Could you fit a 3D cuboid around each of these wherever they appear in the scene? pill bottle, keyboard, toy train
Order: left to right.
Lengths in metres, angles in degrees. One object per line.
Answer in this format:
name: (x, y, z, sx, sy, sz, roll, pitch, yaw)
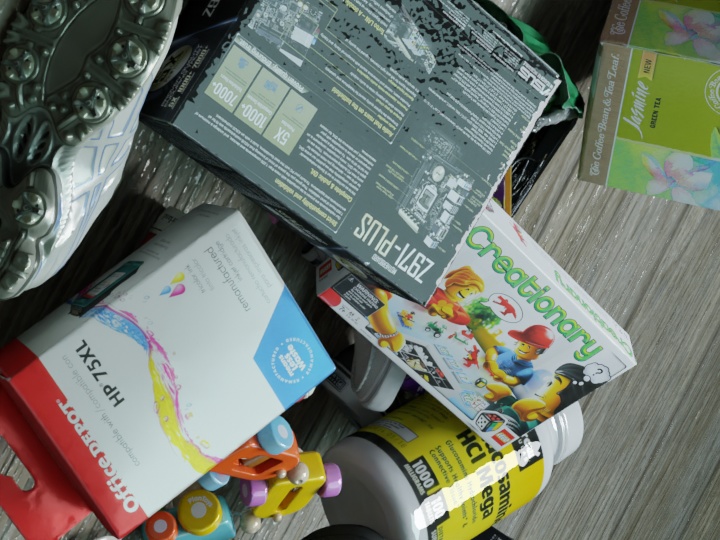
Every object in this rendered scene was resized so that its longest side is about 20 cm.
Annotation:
toy train: (-0.100, 0.138, 1.017, 0.199, 0.056, 0.149, -33, 149, 31)
pill bottle: (0.074, 0.144, 1.164, 0.199, 0.112, 0.114, -26, 136, -33)
keyboard: (0.123, -0.072, 1.288, 0.201, 0.039, 0.104, -56, 174, -12)

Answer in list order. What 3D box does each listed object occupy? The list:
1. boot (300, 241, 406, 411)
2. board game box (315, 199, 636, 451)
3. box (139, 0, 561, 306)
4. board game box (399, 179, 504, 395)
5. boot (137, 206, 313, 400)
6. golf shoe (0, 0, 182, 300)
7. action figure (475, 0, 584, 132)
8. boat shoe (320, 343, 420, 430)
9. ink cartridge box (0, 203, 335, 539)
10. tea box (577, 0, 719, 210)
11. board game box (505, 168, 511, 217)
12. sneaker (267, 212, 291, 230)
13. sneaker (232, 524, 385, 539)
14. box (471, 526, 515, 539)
boot: (0.000, 0.000, 1.088, 0.094, 0.074, 0.202, 10, 105, -16)
board game box: (0.081, 0.031, 1.040, 0.126, 0.035, 0.200, -35, 122, 23)
box: (-0.007, -0.103, 0.890, 0.199, 0.086, 0.165, 34, 84, -29)
board game box: (0.065, -0.016, 1.119, 0.201, 0.032, 0.121, 110, -15, -47)
boot: (-0.111, 0.068, 0.982, 0.145, 0.072, 0.200, -55, 142, -12)
golf shoe: (-0.151, -0.080, 0.807, 0.201, 0.078, 0.097, -58, 168, 5)
action figure: (0.135, -0.150, 1.178, 0.055, 0.119, 0.200, -38, 164, 13)
boat shoe: (0.030, 0.113, 1.240, 0.068, 0.073, 0.200, -45, 138, -8)
ink cartridge box: (-0.128, 0.066, 0.867, 0.199, 0.067, 0.117, -38, 109, -15)
tea box: (0.293, -0.159, 1.245, 0.201, 0.194, 0.135, -66, 163, -51)
board game box: (0.092, -0.032, 1.153, 0.096, 0.030, 0.202, 108, -7, -47)
sneaker: (0.006, -0.113, 1.002, 0.086, 0.080, 0.202, 0, 115, -58)
sneaker: (-0.076, 0.229, 1.076, 0.079, 0.198, 0.076, -54, 125, -76)
box: (0.024, 0.287, 1.311, 0.200, 0.140, 0.079, -47, 148, -23)
